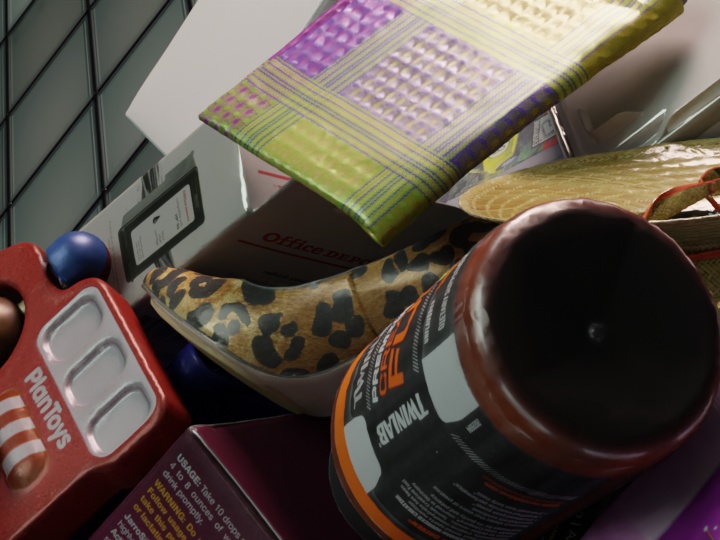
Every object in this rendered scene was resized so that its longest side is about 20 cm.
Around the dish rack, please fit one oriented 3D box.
[{"bbox_3d":[0.150,-0.126,1.194,0.172,0.044,0.200,-36,34,16],"label":"dish rack"}]

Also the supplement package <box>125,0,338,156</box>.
[{"bbox_3d":[-0.037,-0.109,1.506,0.156,0.111,0.200,-57,23,4],"label":"supplement package"}]

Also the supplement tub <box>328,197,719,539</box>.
[{"bbox_3d":[0.053,0.054,0.986,0.200,0.107,0.107,-45,23,59],"label":"supplement tub"}]

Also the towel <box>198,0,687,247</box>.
[{"bbox_3d":[0.041,-0.098,1.157,0.200,0.023,0.144,-39,46,-20],"label":"towel"}]

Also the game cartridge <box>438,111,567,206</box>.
[{"bbox_3d":[0.083,-0.072,1.290,0.133,0.041,0.200,-32,34,32],"label":"game cartridge"}]

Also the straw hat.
[{"bbox_3d":[0.143,0.001,1.037,0.201,0.201,0.085,-162,62,-66],"label":"straw hat"}]

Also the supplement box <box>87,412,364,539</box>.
[{"bbox_3d":[-0.075,0.168,1.191,0.200,0.131,0.103,-48,68,24],"label":"supplement box"}]

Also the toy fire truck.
[{"bbox_3d":[-0.173,0.066,1.217,0.168,0.112,0.200,-40,41,7],"label":"toy fire truck"}]

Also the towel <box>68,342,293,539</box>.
[{"bbox_3d":[-0.085,0.115,1.283,0.200,0.147,0.050,-47,40,27],"label":"towel"}]

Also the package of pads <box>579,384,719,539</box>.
[{"bbox_3d":[0.147,0.133,0.899,0.121,0.076,0.200,-54,24,12],"label":"package of pads"}]

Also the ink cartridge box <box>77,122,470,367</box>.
[{"bbox_3d":[-0.050,-0.018,1.251,0.200,0.116,0.068,-36,54,39],"label":"ink cartridge box"}]

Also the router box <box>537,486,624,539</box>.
[{"bbox_3d":[0.063,0.145,1.073,0.149,0.051,0.200,-4,56,62],"label":"router box"}]

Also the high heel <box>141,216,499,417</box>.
[{"bbox_3d":[0.000,0.000,1.160,0.200,0.071,0.143,26,82,31],"label":"high heel"}]
